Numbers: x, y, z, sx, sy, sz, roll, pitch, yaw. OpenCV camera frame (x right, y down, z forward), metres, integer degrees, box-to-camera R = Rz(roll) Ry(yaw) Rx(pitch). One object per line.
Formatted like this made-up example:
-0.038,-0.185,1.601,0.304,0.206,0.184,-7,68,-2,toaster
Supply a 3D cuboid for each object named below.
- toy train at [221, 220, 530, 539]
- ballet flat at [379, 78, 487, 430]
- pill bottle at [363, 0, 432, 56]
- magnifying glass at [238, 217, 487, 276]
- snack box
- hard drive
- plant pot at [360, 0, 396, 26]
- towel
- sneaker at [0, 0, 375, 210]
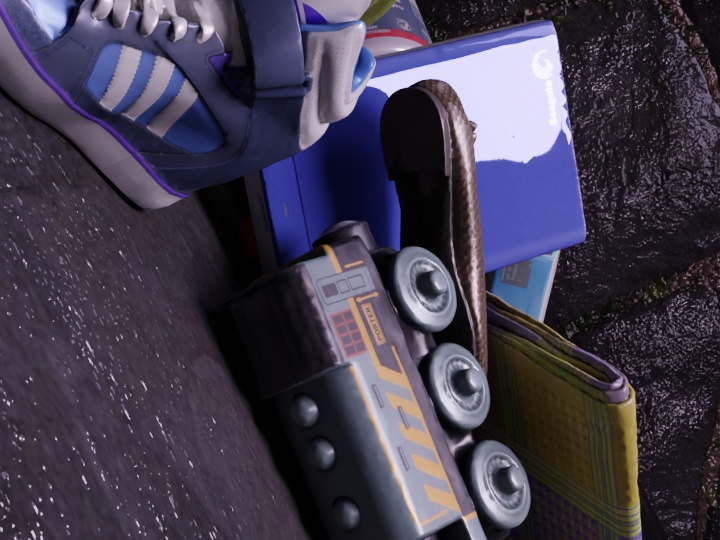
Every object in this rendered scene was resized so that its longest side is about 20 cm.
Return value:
0.008,0.073,0.768,0.114,0.085,0.200,-16,84,-50,toy train
0.044,-0.002,0.827,0.046,0.067,0.200,-16,105,-50,ballet flat
-0.005,-0.199,1.317,0.120,0.119,0.200,54,13,-44,pill bottle
0.009,-0.021,0.928,0.200,0.022,0.080,-2,55,-47,magnifying glass
0.111,0.008,1.046,0.200,0.037,0.116,-59,161,-67,snack box
0.032,-0.056,0.869,0.025,0.200,0.132,11,-65,60,hard drive
-0.079,-0.239,0.923,0.200,0.200,0.190,65,22,9,plant pot
0.110,0.118,0.855,0.144,0.023,0.200,30,-43,53,towel
-0.072,-0.113,0.654,0.200,0.146,0.081,51,16,-53,sneaker
